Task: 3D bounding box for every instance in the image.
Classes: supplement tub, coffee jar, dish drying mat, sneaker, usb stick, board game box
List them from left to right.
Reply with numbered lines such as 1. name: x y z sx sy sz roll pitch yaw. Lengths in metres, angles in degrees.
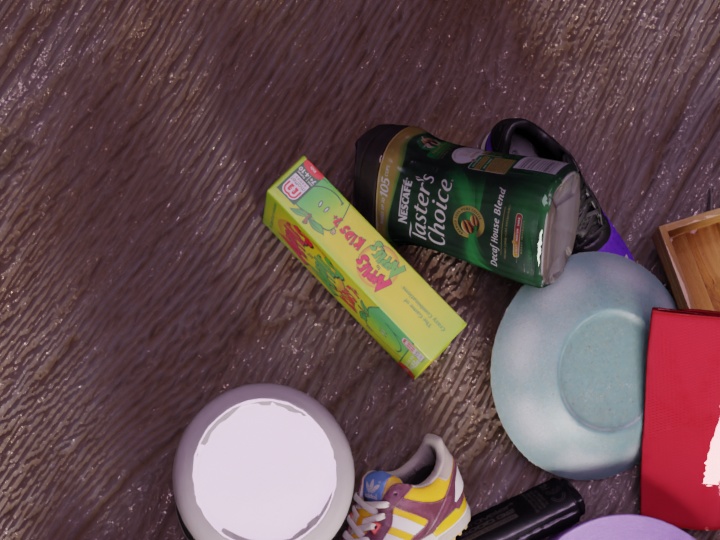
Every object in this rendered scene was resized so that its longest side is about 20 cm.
1. supplement tub: -0.081 0.174 1.222 0.138 0.200 0.142 2 76 -6
2. board game box: 0.000 0.000 1.324 0.048 0.102 0.200 -43 85 -13
3. sneaker: 0.008 0.216 1.256 0.200 0.074 0.091 -38 122 -36
4. coffee jar: 0.086 -0.060 1.314 0.198 0.106 0.085 16 30 26
5. usb stick: 0.099 0.235 1.308 0.198 0.055 0.033 -24 116 -11
6. sneaker: 0.180 -0.054 1.358 0.069 0.100 0.201 -38 84 -12
7. dish drying mat: 0.282 0.129 1.309 0.076 0.018 0.203 5 110 16

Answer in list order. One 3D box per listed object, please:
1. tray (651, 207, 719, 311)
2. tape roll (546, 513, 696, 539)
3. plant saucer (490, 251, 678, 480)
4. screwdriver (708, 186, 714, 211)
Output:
1. tray: 0.339 0.045 1.345 0.097 0.037 0.202 -16 76 -6
2. tape roll: 0.223 0.312 1.296 0.197 0.066 0.203 1 77 -6
3. plant saucer: 0.211 0.086 1.326 0.198 0.039 0.204 -1 94 -21
4. screwdriver: 0.322 0.017 1.398 0.029 0.028 0.202 30 60 -36
